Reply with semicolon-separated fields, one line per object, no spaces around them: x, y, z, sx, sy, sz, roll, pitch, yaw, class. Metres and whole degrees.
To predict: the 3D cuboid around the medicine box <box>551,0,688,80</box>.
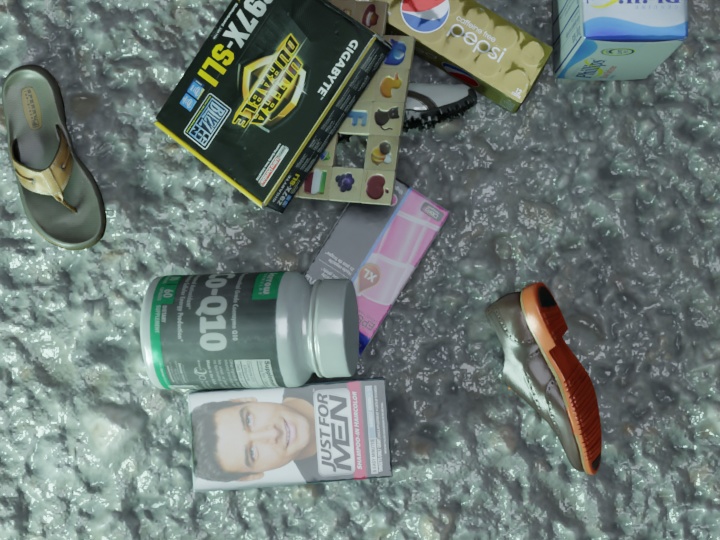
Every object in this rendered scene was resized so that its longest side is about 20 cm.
0.249;-0.302;1.328;0.102;0.182;0.202;-1;87;0;medicine box

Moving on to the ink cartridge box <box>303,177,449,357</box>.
0.000;0.000;1.386;0.094;0.037;0.201;32;89;2;ink cartridge box

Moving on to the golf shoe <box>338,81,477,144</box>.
0.019;-0.183;1.374;0.198;0.078;0.095;-8;87;-2;golf shoe

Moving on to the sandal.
-0.318;-0.116;1.379;0.081;0.055;0.202;-15;87;-1;sandal

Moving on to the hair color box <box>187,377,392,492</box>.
-0.070;0.164;1.362;0.198;0.061;0.100;-4;87;0;hair color box

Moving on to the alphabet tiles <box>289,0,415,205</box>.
-0.032;-0.169;1.342;0.166;0.008;0.202;6;84;23;alphabet tiles

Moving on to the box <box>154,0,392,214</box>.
-0.088;-0.183;1.338;0.159;0.049;0.201;38;97;24;box

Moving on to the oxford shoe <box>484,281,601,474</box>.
0.188;0.115;1.373;0.072;0.071;0.201;-20;90;27;oxford shoe

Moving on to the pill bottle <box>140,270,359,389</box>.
-0.105;0.058;1.328;0.198;0.113;0.114;-2;87;9;pill bottle

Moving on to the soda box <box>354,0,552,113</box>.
0.094;-0.243;1.384;0.199;0.064;0.068;31;87;1;soda box
